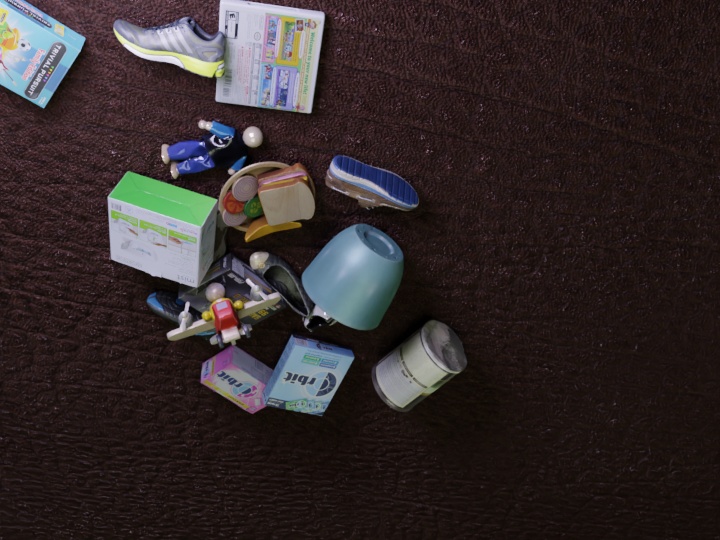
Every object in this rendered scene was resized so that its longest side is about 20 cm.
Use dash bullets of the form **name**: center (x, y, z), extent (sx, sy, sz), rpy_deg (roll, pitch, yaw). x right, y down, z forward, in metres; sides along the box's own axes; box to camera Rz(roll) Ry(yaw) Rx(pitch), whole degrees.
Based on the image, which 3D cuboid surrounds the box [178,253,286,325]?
- **box**: center (-0.291, 0.056, 1.855), extent (0.158, 0.049, 0.200), rpy_deg (-27, 138, 22)

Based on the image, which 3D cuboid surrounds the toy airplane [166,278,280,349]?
- **toy airplane**: center (-0.298, 0.095, 1.777), extent (0.198, 0.142, 0.199), rpy_deg (-23, 177, 35)

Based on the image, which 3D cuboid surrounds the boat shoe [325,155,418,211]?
- **boat shoe**: center (0.022, -0.167, 1.656), extent (0.199, 0.073, 0.073), rpy_deg (25, 135, -12)

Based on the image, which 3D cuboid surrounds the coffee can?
- **coffee can**: center (0.144, 0.237, 2.006), extent (0.146, 0.147, 0.200), rpy_deg (28, 128, -27)

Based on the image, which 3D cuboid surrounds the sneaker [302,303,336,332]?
- **sneaker**: center (-0.049, 0.086, 1.895), extent (0.199, 0.080, 0.074), rpy_deg (-25, 130, 19)

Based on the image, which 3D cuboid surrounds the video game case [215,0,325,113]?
- **video game case**: center (-0.165, -0.381, 1.458), extent (0.180, 0.022, 0.201), rpy_deg (6, 134, -8)

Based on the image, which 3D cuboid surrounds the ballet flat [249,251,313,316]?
- **ballet flat**: center (-0.173, 0.027, 1.834), extent (0.066, 0.057, 0.200), rpy_deg (-38, 120, 14)

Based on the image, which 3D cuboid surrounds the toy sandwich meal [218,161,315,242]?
- **toy sandwich meal**: center (-0.185, -0.135, 1.644), extent (0.203, 0.071, 0.206), rpy_deg (-13, 139, -12)

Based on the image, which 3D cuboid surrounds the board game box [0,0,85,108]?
- **board game box**: center (-0.605, -0.394, 1.405), extent (0.199, 0.047, 0.151), rpy_deg (29, 127, -28)

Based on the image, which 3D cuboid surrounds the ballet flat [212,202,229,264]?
- **ballet flat**: center (-0.320, -0.076, 1.749), extent (0.067, 0.047, 0.201), rpy_deg (-7, 146, -28)

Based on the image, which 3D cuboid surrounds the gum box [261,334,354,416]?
- **gum box**: center (-0.133, 0.268, 2.048), extent (0.169, 0.045, 0.201), rpy_deg (15, 118, -27)

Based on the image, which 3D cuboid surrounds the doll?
- **doll**: center (-0.284, -0.238, 1.577), extent (0.198, 0.049, 0.137), rpy_deg (-12, 136, 10)

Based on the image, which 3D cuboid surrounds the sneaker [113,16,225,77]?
- **sneaker**: center (-0.324, -0.402, 1.399), extent (0.198, 0.074, 0.081), rpy_deg (13, 121, -13)

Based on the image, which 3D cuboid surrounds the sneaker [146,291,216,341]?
- **sneaker**: center (-0.415, 0.115, 1.910), extent (0.199, 0.074, 0.082), rpy_deg (25, 130, -25)

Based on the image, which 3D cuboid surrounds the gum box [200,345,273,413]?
- **gum box**: center (-0.298, 0.284, 2.090), extent (0.113, 0.067, 0.200), rpy_deg (-32, 129, 25)

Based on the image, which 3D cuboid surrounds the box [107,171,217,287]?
- **box**: center (-0.405, -0.080, 1.662), extent (0.198, 0.097, 0.177), rpy_deg (17, 135, 4)

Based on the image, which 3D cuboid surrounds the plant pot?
- **plant pot**: center (0.000, 0.000, 1.736), extent (0.199, 0.201, 0.161), rpy_deg (24, 116, -25)
